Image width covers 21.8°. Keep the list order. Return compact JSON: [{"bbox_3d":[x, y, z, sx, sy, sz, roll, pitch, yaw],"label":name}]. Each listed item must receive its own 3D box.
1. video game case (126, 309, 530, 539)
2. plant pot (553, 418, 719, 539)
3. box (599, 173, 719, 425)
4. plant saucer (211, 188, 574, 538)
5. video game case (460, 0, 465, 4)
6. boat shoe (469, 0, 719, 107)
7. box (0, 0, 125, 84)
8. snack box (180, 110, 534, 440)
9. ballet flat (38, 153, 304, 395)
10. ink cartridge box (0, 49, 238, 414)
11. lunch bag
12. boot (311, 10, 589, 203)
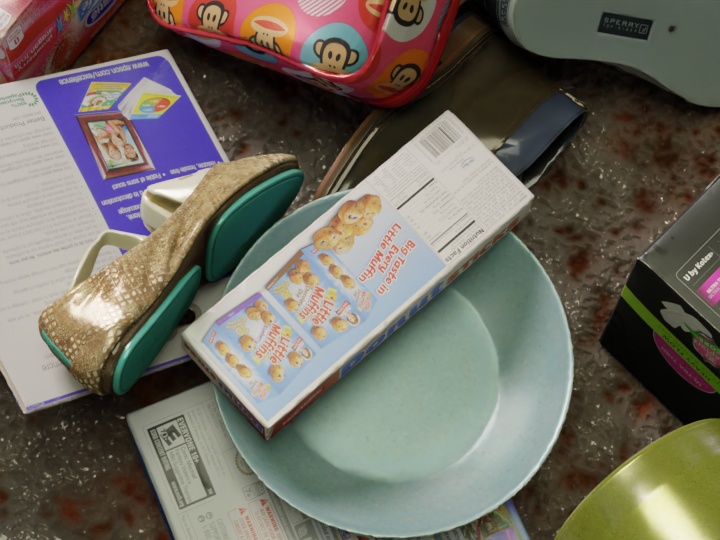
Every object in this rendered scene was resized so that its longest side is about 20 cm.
[{"bbox_3d":[-0.011,0.140,1.038,0.180,0.046,0.201,-21,71,-10],"label":"video game case"},{"bbox_3d":[0.201,0.188,0.964,0.199,0.201,0.193,-31,61,-12],"label":"plant pot"},{"bbox_3d":[0.250,0.045,1.027,0.124,0.149,0.200,-43,76,-15],"label":"box"},{"bbox_3d":[0.017,0.052,1.029,0.199,0.039,0.203,1,68,-2],"label":"plant saucer"},{"bbox_3d":[0.021,-0.236,1.123,0.023,0.199,0.184,0,61,-50],"label":"video game case"},{"bbox_3d":[0.160,-0.159,1.142,0.198,0.091,0.071,11,110,-25],"label":"boat shoe"},{"bbox_3d":[-0.184,-0.211,1.137,0.095,0.100,0.201,33,72,12],"label":"box"},{"bbox_3d":[0.000,0.000,1.015,0.200,0.024,0.072,-40,76,-17],"label":"snack box"},{"bbox_3d":[-0.104,-0.014,1.011,0.065,0.071,0.200,29,44,12],"label":"ballet flat"},{"bbox_3d":[-0.152,-0.021,1.058,0.197,0.043,0.201,-17,66,-35],"label":"ink cartridge box"},{"bbox_3d":[-0.023,-0.201,1.088,0.199,0.082,0.178,24,95,39],"label":"lunch bag"},{"bbox_3d":[0.049,-0.059,1.101,0.097,0.075,0.201,33,70,13],"label":"boot"}]
